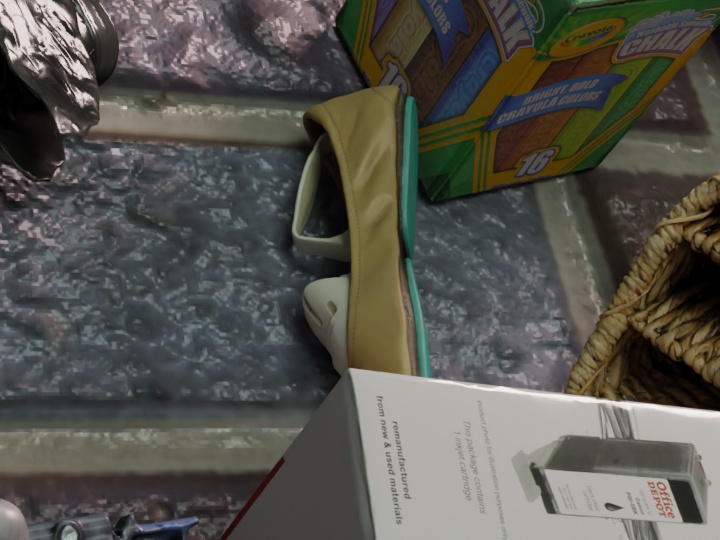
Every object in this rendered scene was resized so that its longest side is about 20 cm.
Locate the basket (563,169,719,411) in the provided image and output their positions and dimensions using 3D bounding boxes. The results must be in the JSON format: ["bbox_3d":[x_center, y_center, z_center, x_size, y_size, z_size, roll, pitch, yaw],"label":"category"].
[{"bbox_3d":[0.220,0.038,0.857,0.149,0.143,0.200,-25,50,-39],"label":"basket"}]

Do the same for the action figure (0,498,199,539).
[{"bbox_3d":[-0.128,0.133,0.672,0.199,0.105,0.194,-14,75,-31],"label":"action figure"}]

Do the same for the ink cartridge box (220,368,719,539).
[{"bbox_3d":[0.062,0.119,0.749,0.199,0.147,0.083,8,53,-24],"label":"ink cartridge box"}]

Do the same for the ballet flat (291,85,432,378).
[{"bbox_3d":[0.000,0.000,0.868,0.063,0.069,0.201,-4,53,3],"label":"ballet flat"}]

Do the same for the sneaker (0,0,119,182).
[{"bbox_3d":[-0.179,-0.129,0.836,0.200,0.060,0.104,48,28,5],"label":"sneaker"}]

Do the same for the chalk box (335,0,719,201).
[{"bbox_3d":[0.097,-0.147,0.917,0.124,0.200,0.124,-12,64,-33],"label":"chalk box"}]
